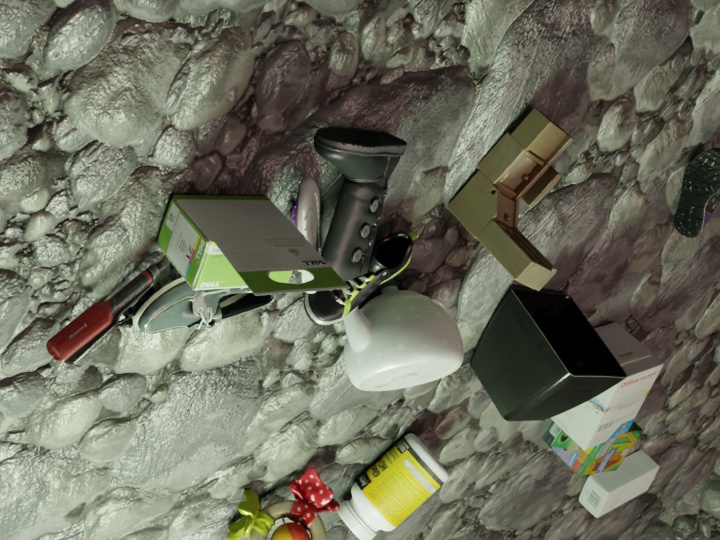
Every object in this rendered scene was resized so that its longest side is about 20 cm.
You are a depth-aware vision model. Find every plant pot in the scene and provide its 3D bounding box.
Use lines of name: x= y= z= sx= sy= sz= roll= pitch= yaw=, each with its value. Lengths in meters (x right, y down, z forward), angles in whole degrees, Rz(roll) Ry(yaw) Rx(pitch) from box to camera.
plant pot: x=0.320 y=0.166 z=1.921 sx=0.199 sy=0.200 sz=0.177 roll=8 pitch=134 yaw=-48

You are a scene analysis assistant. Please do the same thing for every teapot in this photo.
teapot: x=0.063 y=0.095 z=1.636 sx=0.197 sy=0.146 sz=0.200 roll=-11 pitch=161 yaw=-2

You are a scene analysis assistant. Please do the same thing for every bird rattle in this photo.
bird rattle: x=-0.122 y=0.436 z=1.793 sx=0.200 sy=0.163 sz=0.113 roll=-6 pitch=149 yaw=-28

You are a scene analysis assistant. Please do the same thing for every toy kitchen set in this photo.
toy kitchen set: x=0.283 y=-0.098 z=1.610 sx=0.200 sy=0.180 sz=0.163 roll=-49 pitch=145 yaw=15

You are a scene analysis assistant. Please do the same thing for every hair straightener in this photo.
hair straightener: x=-0.301 y=0.043 z=1.329 sx=0.200 sy=0.041 sz=0.077 roll=-46 pitch=166 yaw=-7

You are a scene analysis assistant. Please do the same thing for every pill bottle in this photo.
pill bottle: x=0.057 y=0.406 z=1.961 sx=0.200 sy=0.112 sz=0.112 roll=-42 pitch=144 yaw=-2

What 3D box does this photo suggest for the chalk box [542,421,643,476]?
chalk box: x=0.499 y=0.364 z=2.334 sx=0.200 sy=0.124 sz=0.125 roll=2 pitch=124 yaw=-45

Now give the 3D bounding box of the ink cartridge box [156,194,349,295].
ink cartridge box: x=-0.133 y=-0.008 z=1.285 sx=0.148 sy=0.200 sz=0.076 roll=-3 pitch=128 yaw=-42

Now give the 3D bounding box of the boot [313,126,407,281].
boot: x=-0.024 y=-0.083 z=1.400 sx=0.165 sy=0.066 sz=0.200 roll=-2 pitch=119 yaw=-49

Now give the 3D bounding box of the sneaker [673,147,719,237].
sneaker: x=0.658 y=-0.163 z=2.017 sx=0.088 sy=0.076 sz=0.200 roll=-36 pitch=150 yaw=-36

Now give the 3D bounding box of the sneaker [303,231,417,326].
sneaker: x=0.000 y=0.000 z=1.520 sx=0.200 sy=0.072 sz=0.083 roll=-39 pitch=171 yaw=-25

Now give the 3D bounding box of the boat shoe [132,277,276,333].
boat shoe: x=-0.197 y=0.043 z=1.377 sx=0.200 sy=0.062 sz=0.073 roll=-22 pitch=151 yaw=-36

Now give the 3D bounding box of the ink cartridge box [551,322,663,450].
ink cartridge box: x=0.492 y=0.234 z=2.177 sx=0.147 sy=0.145 sz=0.200 roll=-12 pitch=134 yaw=-37

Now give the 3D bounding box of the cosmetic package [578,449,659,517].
cosmetic package: x=0.664 y=0.545 z=2.720 sx=0.200 sy=0.074 sz=0.102 roll=-18 pitch=137 yaw=-34

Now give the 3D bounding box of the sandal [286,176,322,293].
sandal: x=-0.082 y=-0.040 z=1.427 sx=0.050 sy=0.083 sz=0.203 roll=6 pitch=137 yaw=7
